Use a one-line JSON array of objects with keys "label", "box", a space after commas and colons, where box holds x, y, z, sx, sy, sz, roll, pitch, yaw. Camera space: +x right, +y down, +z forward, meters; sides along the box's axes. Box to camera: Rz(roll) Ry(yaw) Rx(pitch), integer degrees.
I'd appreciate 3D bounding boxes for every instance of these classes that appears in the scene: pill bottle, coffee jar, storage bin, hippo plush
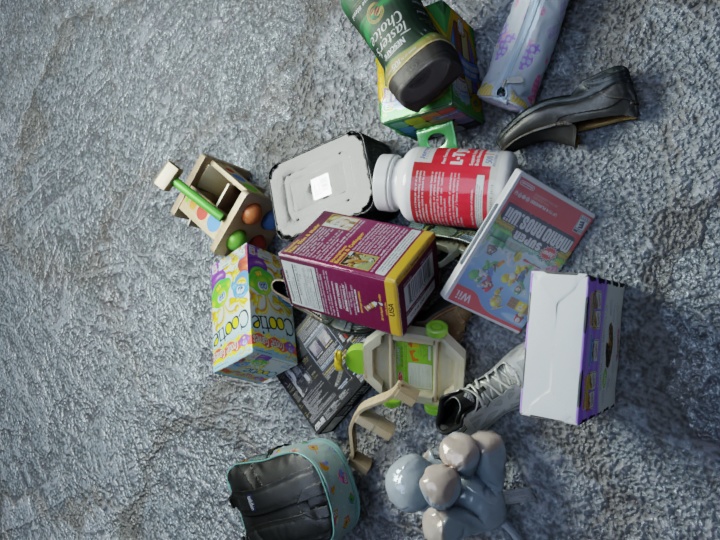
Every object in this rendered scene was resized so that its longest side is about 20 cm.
[{"label": "pill bottle", "box": [0.124, -0.122, 0.982, 0.198, 0.112, 0.114, 7, 90, 20]}, {"label": "coffee jar", "box": [0.057, -0.324, 0.930, 0.104, 0.085, 0.201, -37, 69, 27]}, {"label": "storage bin", "box": [-0.046, -0.132, 1.122, 0.198, 0.093, 0.137, -18, 77, 31]}, {"label": "hippo plush", "box": [0.127, 0.295, 0.963, 0.160, 0.198, 0.161, 4, 82, 56]}]

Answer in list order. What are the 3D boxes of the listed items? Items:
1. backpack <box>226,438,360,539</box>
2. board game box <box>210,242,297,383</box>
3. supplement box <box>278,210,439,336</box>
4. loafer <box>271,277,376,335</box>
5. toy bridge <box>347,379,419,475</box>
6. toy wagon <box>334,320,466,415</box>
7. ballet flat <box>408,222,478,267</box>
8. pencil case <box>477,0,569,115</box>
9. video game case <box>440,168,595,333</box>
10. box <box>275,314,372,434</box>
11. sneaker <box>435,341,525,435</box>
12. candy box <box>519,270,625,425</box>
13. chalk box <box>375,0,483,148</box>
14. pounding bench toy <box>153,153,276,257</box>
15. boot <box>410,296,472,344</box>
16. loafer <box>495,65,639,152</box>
[{"label": "backpack", "box": [-0.094, 0.365, 1.081, 0.199, 0.152, 0.178, -28, 74, 38]}, {"label": "board game box", "box": [-0.185, 0.075, 1.154, 0.102, 0.104, 0.202, -28, 56, 32]}, {"label": "supplement box", "box": [0.000, 0.000, 0.992, 0.198, 0.131, 0.104, 14, 132, 29]}, {"label": "loafer", "box": [-0.060, 0.055, 1.078, 0.198, 0.063, 0.073, 18, 94, 32]}, {"label": "toy bridge", "box": [0.022, 0.236, 1.042, 0.067, 0.027, 0.201, 28, 124, 2]}, {"label": "toy wagon", "box": [0.058, 0.138, 1.012, 0.197, 0.040, 0.157, 7, 121, 14]}, {"label": "ballet flat", "box": [0.148, -0.025, 1.001, 0.199, 0.074, 0.075, 16, 95, 39]}, {"label": "pencil case", "box": [0.235, -0.327, 0.960, 0.083, 0.090, 0.202, 24, 99, 31]}, {"label": "video game case", "box": [0.218, -0.022, 0.930, 0.201, 0.142, 0.017, -60, 24, 14]}, {"label": "box", "box": [-0.047, 0.148, 1.128, 0.158, 0.050, 0.201, 48, 111, 26]}, {"label": "sneaker", "box": [0.186, 0.173, 0.940, 0.201, 0.115, 0.076, -47, 65, 20]}, {"label": "candy box", "box": [0.271, 0.092, 0.842, 0.071, 0.199, 0.170, 4, 88, 32]}, {"label": "chalk box", "box": [0.105, -0.274, 1.018, 0.124, 0.123, 0.203, -10, 81, 31]}, {"label": "pounding bench toy", "box": [-0.248, -0.110, 1.182, 0.156, 0.199, 0.125, 40, 103, 29]}, {"label": "boot", "box": [0.142, 0.074, 1.017, 0.199, 0.074, 0.076, -37, 96, 22]}, {"label": "loafer", "box": [0.284, -0.205, 0.933, 0.199, 0.073, 0.073, -25, 78, 30]}]
